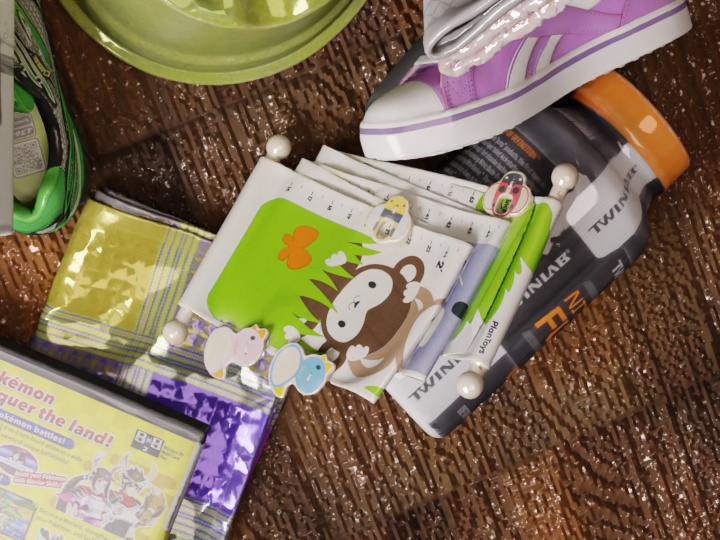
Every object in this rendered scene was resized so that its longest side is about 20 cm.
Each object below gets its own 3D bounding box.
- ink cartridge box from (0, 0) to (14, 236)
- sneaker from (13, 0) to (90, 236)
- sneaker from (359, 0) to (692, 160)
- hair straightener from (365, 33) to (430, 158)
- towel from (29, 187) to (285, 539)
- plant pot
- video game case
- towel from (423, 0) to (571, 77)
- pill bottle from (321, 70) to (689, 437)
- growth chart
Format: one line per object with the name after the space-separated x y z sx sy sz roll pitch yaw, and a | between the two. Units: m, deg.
-0.226 -0.110 0.793 0.084 0.145 0.202 7 98 27 | ink cartridge box
-0.186 -0.113 0.898 0.077 0.085 0.202 -24 102 -5 | sneaker
0.068 -0.137 0.905 0.199 0.072 0.115 -30 108 -25 | sneaker
0.063 -0.161 0.952 0.077 0.041 0.201 35 93 -13 | hair straightener
-0.113 0.067 0.973 0.142 0.023 0.202 22 95 -13 | towel
-0.062 -0.183 0.855 0.198 0.184 0.203 -2 100 -9 | plant pot
-0.202 0.128 0.947 0.198 0.026 0.182 23 96 1 | video game case
0.100 -0.207 0.839 0.199 0.192 0.032 -32 132 29 | towel
0.079 -0.015 0.946 0.200 0.106 0.106 -43 103 0 | pill bottle
0.000 0.000 0.902 0.018 0.198 0.146 46 60 -53 | growth chart
